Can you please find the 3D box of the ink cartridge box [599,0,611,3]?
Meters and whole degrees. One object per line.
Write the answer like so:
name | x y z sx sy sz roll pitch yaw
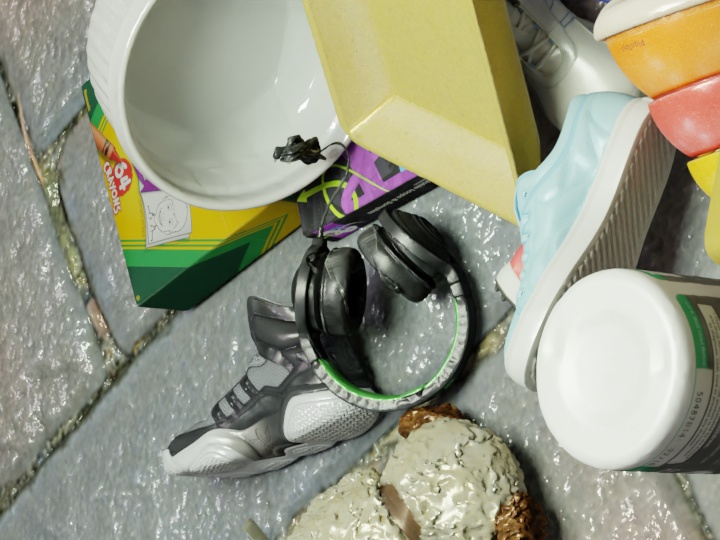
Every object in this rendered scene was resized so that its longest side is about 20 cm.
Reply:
ink cartridge box | 0.174 -0.268 1.569 0.076 0.136 0.201 11 93 49

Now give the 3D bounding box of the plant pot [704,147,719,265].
plant pot | 0.296 -0.058 1.348 0.200 0.195 0.195 -23 46 50

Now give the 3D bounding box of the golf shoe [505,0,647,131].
golf shoe | 0.113 -0.151 1.654 0.078 0.097 0.200 -52 53 28

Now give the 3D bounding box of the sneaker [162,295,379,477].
sneaker | -0.072 0.083 1.848 0.200 0.075 0.114 -23 69 38

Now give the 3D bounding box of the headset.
headset | 0.000 0.000 1.736 0.123 0.094 0.201 -25 82 14

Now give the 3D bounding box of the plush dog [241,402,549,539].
plush dog | 0.034 0.172 1.686 0.172 0.160 0.200 -43 52 7

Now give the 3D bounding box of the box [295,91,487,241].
box | 0.021 -0.122 1.795 0.200 0.036 0.144 -27 66 41

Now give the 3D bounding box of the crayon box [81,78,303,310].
crayon box | -0.125 -0.097 1.933 0.172 0.058 0.201 -37 60 39

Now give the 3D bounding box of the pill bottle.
pill bottle | 0.206 0.062 1.452 0.113 0.199 0.114 -7 80 47

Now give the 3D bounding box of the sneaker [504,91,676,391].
sneaker | 0.128 -0.021 1.578 0.082 0.074 0.201 17 74 39

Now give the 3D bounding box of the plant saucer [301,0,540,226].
plant saucer | 0.043 -0.148 1.657 0.200 0.048 0.201 30 147 45

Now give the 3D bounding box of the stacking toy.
stacking toy | 0.234 -0.086 1.518 0.146 0.146 0.201 -16 92 45

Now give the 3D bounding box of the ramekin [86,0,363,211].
ramekin | -0.097 -0.152 1.765 0.105 0.199 0.201 41 116 54

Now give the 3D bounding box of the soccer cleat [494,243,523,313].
soccer cleat | 0.165 0.037 1.603 0.073 0.068 0.200 -55 49 14
